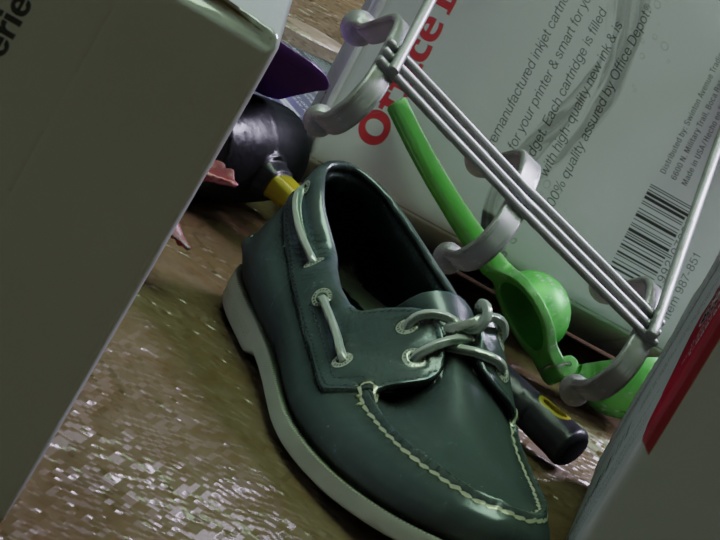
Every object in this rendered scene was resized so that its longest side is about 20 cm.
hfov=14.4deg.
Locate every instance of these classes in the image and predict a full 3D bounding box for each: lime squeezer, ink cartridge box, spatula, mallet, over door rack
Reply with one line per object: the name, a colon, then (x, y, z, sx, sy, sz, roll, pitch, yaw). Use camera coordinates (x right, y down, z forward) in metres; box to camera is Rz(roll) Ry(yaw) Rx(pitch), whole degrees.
lime squeezer: (0.086, 0.011, 1.071, 0.199, 0.071, 0.038, 28, 0, -6)
ink cartridge box: (0.089, -0.058, 1.135, 0.199, 0.146, 0.084, 28, -7, -7)
spatula: (-0.061, -0.091, 1.085, 0.056, 0.021, 0.200, 30, 2, -21)
mallet: (0.000, 0.000, 1.015, 0.200, 0.041, 0.066, 44, 18, 30)
ink cartridge box: (0.129, 0.048, 0.878, 0.083, 0.146, 0.200, 30, 14, 4)
ink cartridge box: (-0.083, -0.040, 0.752, 0.083, 0.147, 0.200, 30, 15, -6)
over door rack: (0.071, -0.066, 1.028, 0.148, 0.066, 0.200, 45, 51, -16)

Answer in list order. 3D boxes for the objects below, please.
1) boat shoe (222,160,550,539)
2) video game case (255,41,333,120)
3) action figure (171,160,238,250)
boat shoe: (0.011, 0.027, 0.880, 0.072, 0.062, 0.200, 21, 16, -28)
video game case: (-0.051, -0.082, 1.221, 0.199, 0.019, 0.143, 21, 17, -31)
action figure: (-0.111, -0.072, 0.975, 0.200, 0.133, 0.149, 52, -21, 27)
